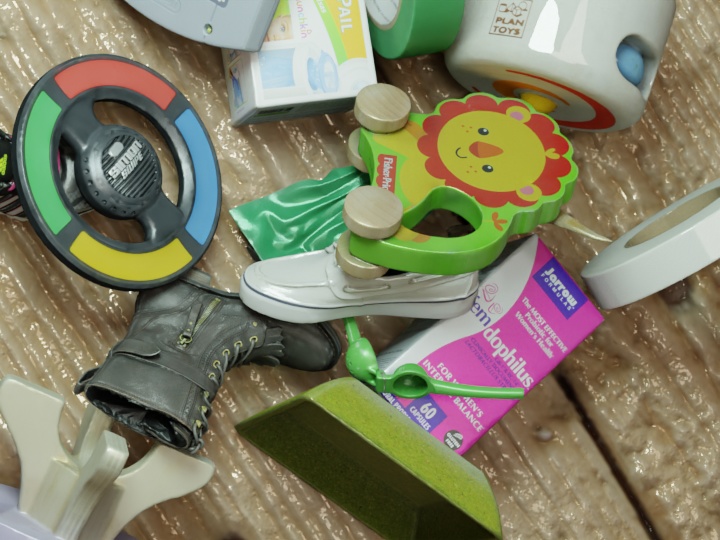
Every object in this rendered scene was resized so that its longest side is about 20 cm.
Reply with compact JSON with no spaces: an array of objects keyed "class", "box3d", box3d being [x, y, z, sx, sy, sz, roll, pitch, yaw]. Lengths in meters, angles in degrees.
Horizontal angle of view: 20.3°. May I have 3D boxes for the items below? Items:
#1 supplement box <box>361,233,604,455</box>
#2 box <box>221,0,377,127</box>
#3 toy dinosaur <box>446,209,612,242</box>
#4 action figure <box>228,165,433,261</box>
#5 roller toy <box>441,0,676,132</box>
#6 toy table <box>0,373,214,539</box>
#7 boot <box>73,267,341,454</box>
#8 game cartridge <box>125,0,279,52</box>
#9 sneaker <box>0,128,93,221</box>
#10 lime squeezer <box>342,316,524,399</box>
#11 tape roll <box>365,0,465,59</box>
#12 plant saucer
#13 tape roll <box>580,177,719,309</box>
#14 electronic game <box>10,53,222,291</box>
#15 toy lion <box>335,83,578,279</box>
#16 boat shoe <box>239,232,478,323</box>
[{"class":"supplement box","box3d":[0.096,0.072,1.738,0.200,0.103,0.101,-42,96,-17]},{"class":"box","box3d":[-0.063,-0.235,1.719,0.112,0.101,0.201,-8,88,-16]},{"class":"toy dinosaur","box3d":[0.129,-0.054,1.706,0.101,0.200,0.058,-25,110,-11]},{"class":"action figure","box3d":[-0.001,-0.052,1.745,0.199,0.055,0.119,-32,92,-12]},{"class":"roller toy","box3d":[0.168,-0.202,1.739,0.199,0.182,0.141,21,81,-13]},{"class":"toy table","box3d":[-0.225,0.170,1.608,0.199,0.184,0.118,23,95,-25]},{"class":"boot","box3d":[-0.122,0.085,1.645,0.199,0.069,0.175,19,40,-4]},{"class":"game cartridge","box3d":[-0.141,-0.266,1.661,0.200,0.041,0.134,34,106,28]},{"class":"sneaker","box3d":[-0.290,-0.082,1.648,0.199,0.087,0.074,5,84,-16]},{"class":"lime squeezer","box3d":[0.034,0.077,1.653,0.199,0.038,0.071,29,37,24]},{"class":"tape roll","box3d":[0.032,-0.281,1.698,0.048,0.200,0.202,-11,88,-15]},{"class":"plant saucer","box3d":[0.012,0.156,1.659,0.199,0.200,0.048,37,68,-10]},{"class":"tape roll","box3d":[0.285,-0.032,1.750,0.202,0.203,0.037,-33,95,-16]},{"class":"electronic game","box3d":[-0.197,-0.081,1.651,0.199,0.042,0.201,13,68,-36]},{"class":"toy lion","box3d":[0.082,-0.073,1.648,0.190,0.069,0.201,9,46,-2]},{"class":"boat shoe","box3d":[0.000,0.000,1.657,0.199,0.072,0.066,3,128,-1]}]
